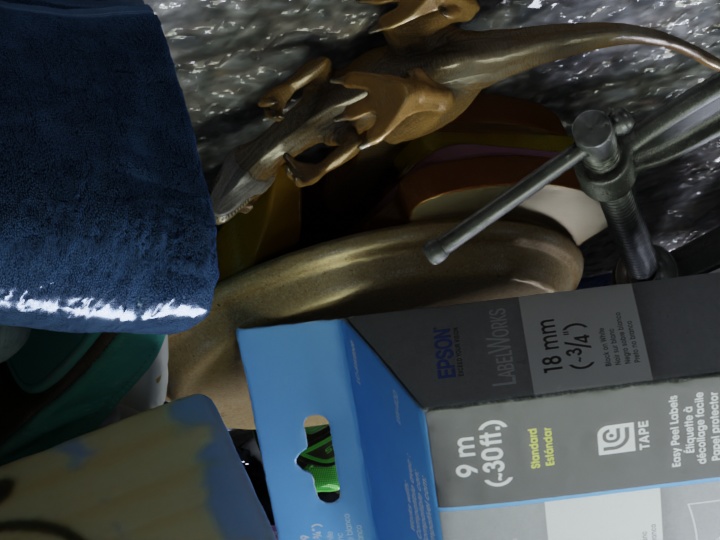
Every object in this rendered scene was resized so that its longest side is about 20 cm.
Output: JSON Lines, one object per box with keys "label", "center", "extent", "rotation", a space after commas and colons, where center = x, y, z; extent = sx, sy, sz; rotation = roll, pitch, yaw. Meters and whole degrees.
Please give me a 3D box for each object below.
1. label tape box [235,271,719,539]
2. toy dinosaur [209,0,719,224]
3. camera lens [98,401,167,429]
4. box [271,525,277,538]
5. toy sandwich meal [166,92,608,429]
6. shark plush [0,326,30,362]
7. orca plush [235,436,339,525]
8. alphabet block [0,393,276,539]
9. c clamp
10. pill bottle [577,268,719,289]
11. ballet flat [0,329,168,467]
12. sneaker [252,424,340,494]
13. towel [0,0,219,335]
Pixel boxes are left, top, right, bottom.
{"label": "label tape box", "center": [0.061, 0.082, 0.879], "extent": [0.199, 0.063, 0.145], "rotation": [-7, 128, 2]}
{"label": "toy dinosaur", "center": [0.030, -0.072, 0.815], "extent": [0.199, 0.061, 0.106], "rotation": [-16, 172, 10]}
{"label": "camera lens", "center": [-0.163, 0.132, 0.999], "extent": [0.199, 0.161, 0.160], "rotation": [-15, 159, -7]}
{"label": "box", "center": [-0.107, 0.168, 1.176], "extent": [0.199, 0.039, 0.137], "rotation": [3, 151, 6]}
{"label": "toy sandwich meal", "center": [0.000, 0.000, 0.938], "extent": [0.204, 0.071, 0.205], "rotation": [-13, 160, -5]}
{"label": "shark plush", "center": [-0.145, 0.012, 0.728], "extent": [0.083, 0.091, 0.200], "rotation": [-31, -165, 34]}
{"label": "orca plush", "center": [-0.063, 0.137, 1.208], "extent": [0.199, 0.071, 0.105], "rotation": [-24, 158, 15]}
{"label": "alphabet block", "center": [-0.100, 0.198, 0.833], "extent": [0.199, 0.196, 0.197], "rotation": [-21, 131, -9]}
{"label": "c clamp", "center": [0.119, -0.031, 0.873], "extent": [0.170, 0.027, 0.200], "rotation": [-34, 156, 7]}
{"label": "pill bottle", "center": [0.137, 0.052, 1.021], "extent": [0.111, 0.113, 0.200], "rotation": [-8, 178, -23]}
{"label": "ballet flat", "center": [-0.115, 0.047, 0.880], "extent": [0.070, 0.067, 0.200], "rotation": [24, 113, -42]}
{"label": "sneaker", "center": [0.024, 0.080, 1.120], "extent": [0.199, 0.086, 0.078], "rotation": [1, 152, -41]}
{"label": "towel", "center": [-0.127, -0.038, 0.675], "extent": [0.048, 0.112, 0.199], "rotation": [-34, 153, 35]}
